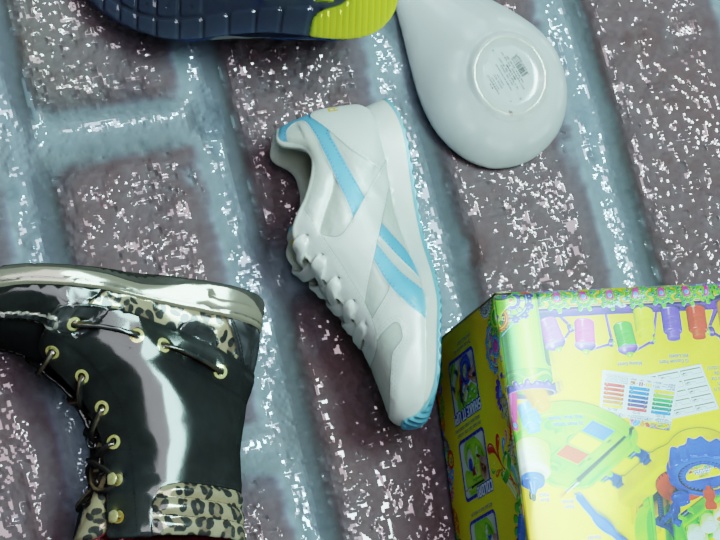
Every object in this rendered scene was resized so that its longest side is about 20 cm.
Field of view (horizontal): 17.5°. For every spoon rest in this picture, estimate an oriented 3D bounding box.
[{"bbox_3d":[0.059,-0.158,1.453,0.099,0.061,0.201,-32,98,-21],"label":"spoon rest"}]

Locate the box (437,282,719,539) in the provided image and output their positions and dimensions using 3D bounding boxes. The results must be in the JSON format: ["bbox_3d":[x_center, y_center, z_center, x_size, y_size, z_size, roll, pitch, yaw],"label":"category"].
[{"bbox_3d":[0.162,0.116,1.358,0.198,0.122,0.194,-2,74,-18],"label":"box"}]

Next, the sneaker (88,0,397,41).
[{"bbox_3d":[-0.073,-0.172,1.408,0.198,0.082,0.075,9,99,4],"label":"sneaker"}]

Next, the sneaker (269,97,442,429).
[{"bbox_3d":[0.000,0.000,1.377,0.080,0.077,0.202,-9,70,-10],"label":"sneaker"}]

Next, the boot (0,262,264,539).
[{"bbox_3d":[-0.149,0.079,1.306,0.198,0.073,0.152,5,72,-21],"label":"boot"}]
